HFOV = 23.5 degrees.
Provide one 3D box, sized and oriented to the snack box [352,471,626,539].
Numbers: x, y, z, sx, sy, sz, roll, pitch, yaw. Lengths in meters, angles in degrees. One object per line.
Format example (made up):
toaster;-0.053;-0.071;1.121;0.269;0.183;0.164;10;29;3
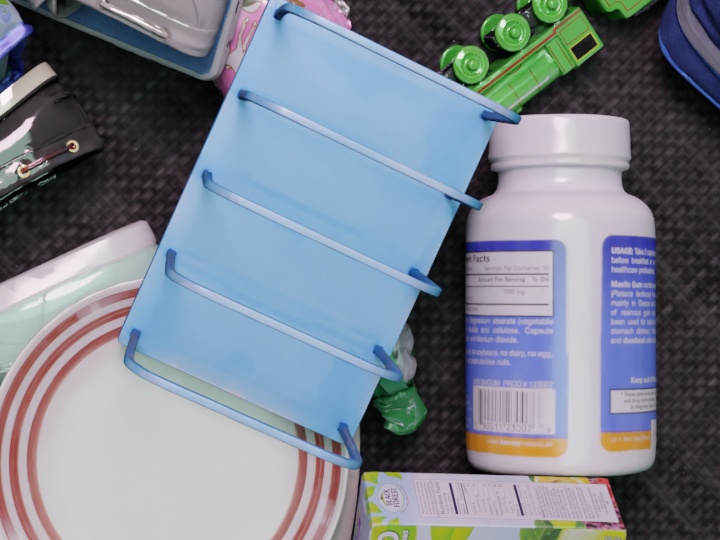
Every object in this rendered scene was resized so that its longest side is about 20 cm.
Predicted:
snack box;0.060;0.208;0.974;0.141;0.053;0.202;3;120;-7

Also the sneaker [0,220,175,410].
sneaker;-0.188;0.065;0.982;0.199;0.074;0.119;-25;95;-6

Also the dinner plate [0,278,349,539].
dinner plate;-0.105;0.104;0.949;0.198;0.024;0.203;0;93;-6

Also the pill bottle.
pill bottle;0.115;0.014;1.003;0.111;0.112;0.202;1;88;-7

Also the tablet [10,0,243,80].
tablet;-0.149;-0.200;0.970;0.198;0.014;0.131;23;110;14

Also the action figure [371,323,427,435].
action figure;0.000;0.000;1.004;0.054;0.118;0.202;-18;100;-19

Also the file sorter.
file sorter;-0.021;-0.020;0.875;0.138;0.123;0.202;24;93;-8

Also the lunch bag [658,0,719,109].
lunch bag;0.287;-0.136;1.022;0.200;0.132;0.136;41;68;-4

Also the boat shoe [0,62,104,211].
boat shoe;-0.235;-0.031;0.976;0.201;0.074;0.063;-39;94;-7

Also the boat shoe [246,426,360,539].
boat shoe;-0.056;0.146;0.995;0.092;0.075;0.202;6;89;-15

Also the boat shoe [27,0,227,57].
boat shoe;-0.160;-0.171;0.940;0.198;0.072;0.066;20;112;11

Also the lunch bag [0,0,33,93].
lunch bag;-0.306;-0.118;0.942;0.200;0.127;0.170;-44;93;-17

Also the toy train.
toy train;0.110;-0.141;1.044;0.199;0.042;0.057;-38;104;-7

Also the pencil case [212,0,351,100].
pencil case;-0.082;-0.194;0.997;0.086;0.083;0.201;-31;92;-28
